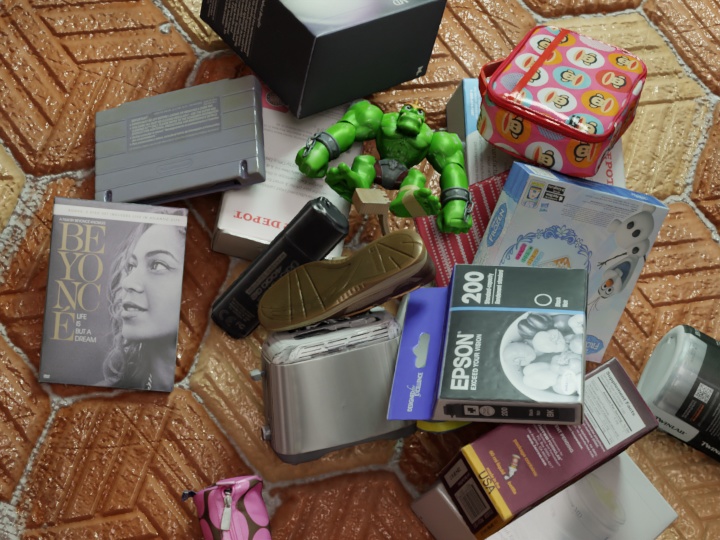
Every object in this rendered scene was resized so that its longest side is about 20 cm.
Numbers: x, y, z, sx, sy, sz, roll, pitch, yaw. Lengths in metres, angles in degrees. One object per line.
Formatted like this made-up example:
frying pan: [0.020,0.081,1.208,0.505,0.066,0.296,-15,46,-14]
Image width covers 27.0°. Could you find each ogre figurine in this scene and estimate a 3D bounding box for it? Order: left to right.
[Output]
ogre figurine: [0.036,-0.122,1.657,0.197,0.099,0.121,9,54,14]

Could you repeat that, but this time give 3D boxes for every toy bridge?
toy bridge: [0.000,0.000,1.652,0.066,0.202,0.027,0,37,-25]

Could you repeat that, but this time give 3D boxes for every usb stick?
usb stick: [-0.089,-0.001,1.632,0.055,0.200,0.033,40,27,-9]

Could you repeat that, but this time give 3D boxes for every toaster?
toaster: [-0.018,0.120,1.617,0.197,0.114,0.131,-12,104,-11]

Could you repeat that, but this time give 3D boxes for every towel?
towel: [0.168,-0.038,1.707,0.198,0.022,0.146,-22,98,-9]

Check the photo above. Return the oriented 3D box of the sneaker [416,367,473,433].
sneaker: [0.131,0.111,1.624,0.199,0.065,0.080,-18,107,-42]

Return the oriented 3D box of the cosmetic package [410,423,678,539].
cosmetic package: [0.200,0.262,1.638,0.199,0.123,0.200,-38,84,-21]

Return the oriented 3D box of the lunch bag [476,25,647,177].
lunch bag: [0.217,-0.197,1.687,0.174,0.083,0.200,23,41,14]

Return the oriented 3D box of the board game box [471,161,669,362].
board game box: [0.221,-0.006,1.672,0.198,0.043,0.201,11,110,-29]

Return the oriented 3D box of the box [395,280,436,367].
box: [0.117,0.050,1.729,0.143,0.036,0.202,22,72,-5]

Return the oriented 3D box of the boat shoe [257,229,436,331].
boat shoe: [-0.012,0.025,1.599,0.198,0.072,0.073,-25,50,11]

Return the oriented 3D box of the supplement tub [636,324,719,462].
supplement tub: [0.424,0.158,1.717,0.198,0.123,0.124,28,69,-2]

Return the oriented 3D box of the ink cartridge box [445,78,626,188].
ink cartridge box: [0.209,-0.144,1.783,0.197,0.085,0.147,2,73,-13]

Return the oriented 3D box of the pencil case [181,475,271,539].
pencil case: [-0.122,0.318,1.565,0.090,0.094,0.203,-12,77,-15]

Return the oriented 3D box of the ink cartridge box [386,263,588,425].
ink cartridge box: [0.133,0.073,1.535,0.197,0.044,0.199,0,42,10]

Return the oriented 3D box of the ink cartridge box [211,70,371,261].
ink cartridge box: [-0.081,-0.108,1.708,0.145,0.083,0.203,14,71,-8]

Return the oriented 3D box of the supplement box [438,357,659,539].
supplement box: [0.191,0.184,1.535,0.198,0.111,0.086,-28,77,-19]

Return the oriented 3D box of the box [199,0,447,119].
box: [-0.042,-0.299,1.698,0.199,0.124,0.199,-23,58,-34]

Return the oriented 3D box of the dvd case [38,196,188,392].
dvd case: [-0.269,0.026,1.635,0.146,0.016,0.203,5,87,-10]

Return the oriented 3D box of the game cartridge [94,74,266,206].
game cartridge: [-0.202,-0.140,1.669,0.197,0.038,0.131,-11,61,14]
